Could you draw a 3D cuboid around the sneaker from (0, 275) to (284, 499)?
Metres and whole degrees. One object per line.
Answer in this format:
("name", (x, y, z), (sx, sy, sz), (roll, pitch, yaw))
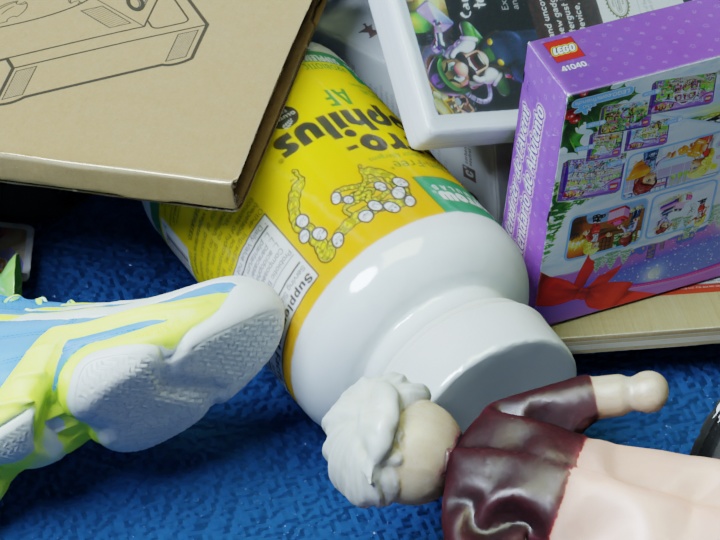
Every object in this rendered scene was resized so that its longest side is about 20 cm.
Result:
("sneaker", (-0.135, 0.029, 1.070), (0.200, 0.076, 0.105), (-25, 61, -12))

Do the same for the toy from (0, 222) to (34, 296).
("toy", (-0.241, 0.001, 1.144), (0.199, 0.047, 0.115), (4, 39, -5))

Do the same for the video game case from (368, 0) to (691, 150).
("video game case", (0.077, -0.151, 1.179), (0.181, 0.023, 0.200), (-6, 71, -29))

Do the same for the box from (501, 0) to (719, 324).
("box", (0.159, -0.058, 1.150), (0.200, 0.137, 0.039), (-15, 48, -20))

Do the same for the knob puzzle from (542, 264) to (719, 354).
("knob puzzle", (0.128, -0.028, 1.244), (0.219, 0.031, 0.220), (1, 41, -1))

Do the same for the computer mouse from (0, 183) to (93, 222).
("computer mouse", (-0.087, -0.084, 1.223), (0.200, 0.034, 0.059), (-35, 33, -2))

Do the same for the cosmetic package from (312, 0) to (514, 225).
("cosmetic package", (0.026, -0.101, 1.254), (0.102, 0.074, 0.200), (-33, 46, -31))

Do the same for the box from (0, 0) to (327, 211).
("box", (-0.124, -0.097, 1.143), (0.200, 0.021, 0.164), (7, 46, 13))

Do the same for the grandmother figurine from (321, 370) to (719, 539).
("grandmother figurine", (0.076, 0.087, 0.999), (0.200, 0.061, 0.121), (17, 45, 18))

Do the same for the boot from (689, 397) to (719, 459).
("boot", (0.241, 0.072, 1.094), (0.200, 0.070, 0.132), (-25, 55, -27))

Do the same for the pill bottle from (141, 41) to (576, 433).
("pill bottle", (0.000, 0.000, 1.133), (0.113, 0.113, 0.200), (-18, 47, -27))
